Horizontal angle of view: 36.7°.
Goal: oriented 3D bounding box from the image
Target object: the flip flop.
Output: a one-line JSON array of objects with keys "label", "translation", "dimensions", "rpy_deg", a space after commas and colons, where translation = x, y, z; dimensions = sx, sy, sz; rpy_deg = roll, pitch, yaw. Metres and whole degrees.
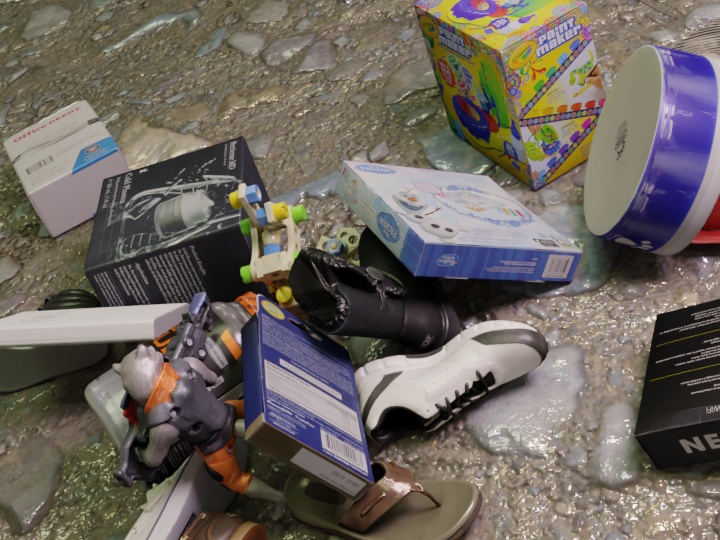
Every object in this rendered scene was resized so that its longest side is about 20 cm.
[{"label": "flip flop", "translation": [0.012, 0.200, 0.967], "dimensions": [0.198, 0.058, 0.081], "rpy_deg": [6, 45, 32]}]

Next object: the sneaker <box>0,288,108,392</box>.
[{"label": "sneaker", "translation": [-0.397, 0.082, 1.314], "dimensions": [0.198, 0.071, 0.100], "rpy_deg": [-13, 36, 2]}]

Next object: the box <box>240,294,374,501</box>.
[{"label": "box", "translation": [-0.053, 0.110, 0.991], "dimensions": [0.032, 0.121, 0.201], "rpy_deg": [-47, 25, 20]}]

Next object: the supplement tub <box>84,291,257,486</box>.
[{"label": "supplement tub", "translation": [-0.169, 0.115, 1.108], "dimensions": [0.199, 0.123, 0.122], "rpy_deg": [-35, 39, -17]}]

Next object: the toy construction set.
[{"label": "toy construction set", "translation": [-0.068, -0.011, 1.184], "dimensions": [0.091, 0.199, 0.133], "rpy_deg": [-21, 69, 26]}]

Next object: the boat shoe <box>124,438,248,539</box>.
[{"label": "boat shoe", "translation": [-0.177, 0.225, 1.027], "dimensions": [0.069, 0.071, 0.201], "rpy_deg": [5, 50, 30]}]

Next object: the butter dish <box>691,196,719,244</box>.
[{"label": "butter dish", "translation": [0.416, -0.136, 1.105], "dimensions": [0.197, 0.149, 0.201], "rpy_deg": [-4, 40, 23]}]

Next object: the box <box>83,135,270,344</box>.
[{"label": "box", "translation": [-0.214, -0.040, 1.326], "dimensions": [0.194, 0.125, 0.201], "rpy_deg": [-15, 37, 6]}]

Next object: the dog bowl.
[{"label": "dog bowl", "translation": [0.298, -0.121, 1.095], "dimensions": [0.078, 0.201, 0.201], "rpy_deg": [13, 40, -6]}]

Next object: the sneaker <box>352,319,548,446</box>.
[{"label": "sneaker", "translation": [0.088, 0.112, 1.036], "dimensions": [0.198, 0.074, 0.080], "rpy_deg": [-22, 40, 14]}]

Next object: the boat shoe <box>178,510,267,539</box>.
[{"label": "boat shoe", "translation": [-0.158, 0.291, 0.932], "dimensions": [0.070, 0.071, 0.200], "rpy_deg": [11, 39, 26]}]

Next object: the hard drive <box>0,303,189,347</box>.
[{"label": "hard drive", "translation": [-0.301, 0.060, 1.193], "dimensions": [0.198, 0.027, 0.132], "rpy_deg": [-3, 5, 8]}]

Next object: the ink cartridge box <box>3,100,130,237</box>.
[{"label": "ink cartridge box", "translation": [-0.430, -0.155, 1.604], "dimensions": [0.144, 0.085, 0.200], "rpy_deg": [-29, 38, -11]}]

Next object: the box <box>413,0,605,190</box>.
[{"label": "box", "translation": [0.184, -0.239, 1.310], "dimensions": [0.121, 0.194, 0.200], "rpy_deg": [-30, 37, -11]}]

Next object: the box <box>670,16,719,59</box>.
[{"label": "box", "translation": [0.404, -0.230, 1.292], "dimensions": [0.199, 0.069, 0.082], "rpy_deg": [-33, 38, -15]}]

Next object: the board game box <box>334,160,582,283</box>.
[{"label": "board game box", "translation": [0.101, -0.053, 1.161], "dimensions": [0.198, 0.044, 0.199], "rpy_deg": [3, 27, -29]}]

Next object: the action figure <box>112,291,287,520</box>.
[{"label": "action figure", "translation": [-0.133, 0.111, 0.987], "dimensions": [0.104, 0.193, 0.202], "rpy_deg": [-21, 48, 46]}]

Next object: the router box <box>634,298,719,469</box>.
[{"label": "router box", "translation": [0.337, 0.081, 0.908], "dimensions": [0.199, 0.051, 0.150], "rpy_deg": [-19, 32, 38]}]

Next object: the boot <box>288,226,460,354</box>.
[{"label": "boot", "translation": [0.000, 0.000, 1.113], "dimensions": [0.077, 0.167, 0.201], "rpy_deg": [-52, 42, 25]}]
